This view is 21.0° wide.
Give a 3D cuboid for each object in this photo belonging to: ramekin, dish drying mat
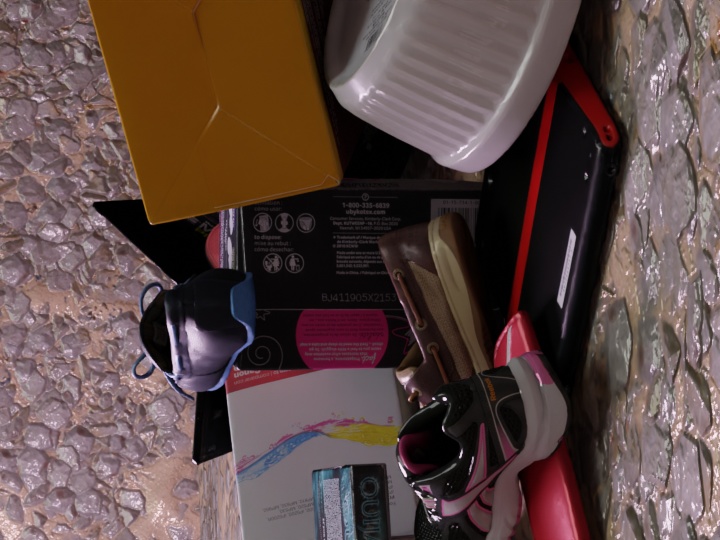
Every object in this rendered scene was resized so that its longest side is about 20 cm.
[{"bbox_3d":[0.054,-0.173,1.227,0.200,0.104,0.202,-162,90,-72],"label":"ramekin"},{"bbox_3d":[0.116,0.131,1.220,0.077,0.018,0.202,116,145,-64],"label":"dish drying mat"}]

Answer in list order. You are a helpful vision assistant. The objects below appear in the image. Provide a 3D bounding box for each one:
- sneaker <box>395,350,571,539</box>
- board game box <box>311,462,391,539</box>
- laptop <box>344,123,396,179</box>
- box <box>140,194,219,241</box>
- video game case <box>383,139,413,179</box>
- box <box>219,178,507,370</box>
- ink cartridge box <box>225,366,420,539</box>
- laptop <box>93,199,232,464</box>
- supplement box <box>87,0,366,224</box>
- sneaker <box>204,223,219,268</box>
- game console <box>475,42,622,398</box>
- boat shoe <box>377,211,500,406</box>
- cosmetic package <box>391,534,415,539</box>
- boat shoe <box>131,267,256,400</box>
[{"bbox_3d":[0.057,0.118,1.224,0.201,0.085,0.081,108,149,-47],"label":"sneaker"},{"bbox_3d":[-0.003,0.236,1.342,0.135,0.028,0.202,152,115,-75],"label":"board game box"},{"bbox_3d":[-0.020,-0.131,1.574,0.115,0.200,0.189,-5,57,47],"label":"laptop"},{"bbox_3d":[-0.074,-0.102,1.684,0.044,0.160,0.201,-29,28,59],"label":"box"},{"bbox_3d":[0.003,-0.027,1.647,0.143,0.019,0.201,116,175,-66],"label":"video game case"},{"bbox_3d":[0.000,0.000,1.400,0.115,0.198,0.134,-163,73,-77],"label":"box"},{"bbox_3d":[-0.019,0.166,1.554,0.146,0.143,0.202,70,-171,-56],"label":"ink cartridge box"},{"bbox_3d":[-0.145,0.046,1.664,0.187,0.115,0.202,-10,-75,-71],"label":"laptop"},{"bbox_3d":[-0.087,-0.163,1.322,0.200,0.131,0.199,-71,-32,-71],"label":"supplement box"},{"bbox_3d":[-0.061,-0.018,1.536,0.199,0.074,0.087,24,153,46],"label":"sneaker"},{"bbox_3d":[0.120,-0.043,1.246,0.177,0.031,0.202,-115,26,-52],"label":"game console"},{"bbox_3d":[0.059,0.062,1.314,0.072,0.071,0.202,-68,-37,-68],"label":"boat shoe"},{"bbox_3d":[0.044,0.264,1.431,0.201,0.104,0.072,106,158,-58],"label":"cosmetic package"},{"bbox_3d":[-0.120,0.033,1.323,0.200,0.068,0.085,123,144,-66],"label":"boat shoe"}]
